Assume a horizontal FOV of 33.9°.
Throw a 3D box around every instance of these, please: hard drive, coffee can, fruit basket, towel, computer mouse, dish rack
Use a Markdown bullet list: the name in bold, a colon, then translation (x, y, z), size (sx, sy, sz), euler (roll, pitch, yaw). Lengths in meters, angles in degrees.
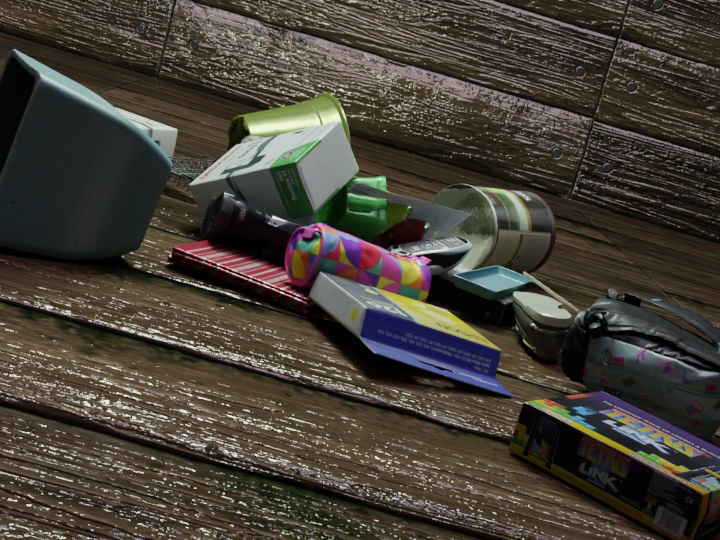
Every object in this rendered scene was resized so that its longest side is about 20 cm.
- **hard drive**: translation (0.154, 0.024, 1.772), size (0.198, 0.038, 0.139), euler (22, 13, 28)
- **coffee can**: translation (0.221, -0.067, 2.009), size (0.145, 0.149, 0.199), euler (25, 15, 36)
- **fruit basket**: translation (0.037, -0.074, 1.775), size (0.197, 0.095, 0.185), euler (6, -26, -28)
- **towel**: translation (-0.134, 0.006, 1.501), size (0.197, 0.023, 0.145), euler (21, 10, 11)
- **computer mouse**: translation (0.068, -0.010, 1.695), size (0.197, 0.045, 0.110), euler (-8, 16, -14)
- **dish rack**: translation (-0.258, -0.152, 1.979), size (0.152, 0.055, 0.198), euler (24, 16, 38)

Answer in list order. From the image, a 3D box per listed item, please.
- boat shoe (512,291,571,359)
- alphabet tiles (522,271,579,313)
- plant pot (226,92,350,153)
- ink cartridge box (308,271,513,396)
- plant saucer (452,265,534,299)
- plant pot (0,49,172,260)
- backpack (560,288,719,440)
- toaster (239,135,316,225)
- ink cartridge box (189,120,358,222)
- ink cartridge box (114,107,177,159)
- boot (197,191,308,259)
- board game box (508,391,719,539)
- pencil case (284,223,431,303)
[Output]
- **boat shoe**: translation (0.244, 0.071, 1.625), size (0.071, 0.061, 0.202), euler (8, 9, -1)
- **alphabet tiles**: translation (0.326, 0.067, 1.722), size (0.166, 0.006, 0.200), euler (31, 6, -48)
- **plant pot**: translation (-0.146, -0.230, 2.227), size (0.187, 0.203, 0.200), euler (-6, 21, -28)
- **ink cartridge box**: translation (0.062, 0.070, 1.378), size (0.195, 0.048, 0.200), euler (19, 6, -29)
- **plant saucer**: translation (0.196, 0.017, 1.726), size (0.069, 0.019, 0.199), euler (22, 14, 22)
- **plant pot**: translation (-0.342, -0.120, 1.404), size (0.198, 0.199, 0.195), euler (20, 8, -31)
- **backpack**: translation (0.351, 0.115, 1.413), size (0.198, 0.128, 0.166), euler (22, 25, 22)
- **toaster**: translation (-0.129, -0.130, 1.862), size (0.113, 0.131, 0.199), euler (4, 17, -42)
- **ink cartridge box**: translation (-0.124, -0.133, 1.693), size (0.198, 0.084, 0.147), euler (-9, 25, 33)
- **ink cartridge box**: translation (-0.423, -0.219, 1.978), size (0.145, 0.084, 0.199), euler (20, 13, 22)
- **boot**: translation (-0.114, -0.040, 1.615), size (0.197, 0.067, 0.165), euler (19, -7, -16)
- **board game box**: translation (0.271, 0.185, 1.150), size (0.198, 0.058, 0.164), euler (25, 16, 36)
- **pencil case**: translation (0.000, 0.000, 1.500), size (0.198, 0.090, 0.088), euler (16, 9, -38)
